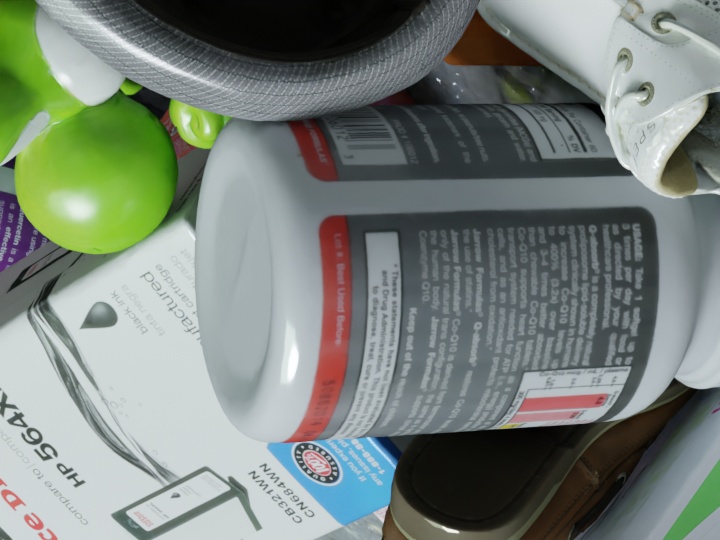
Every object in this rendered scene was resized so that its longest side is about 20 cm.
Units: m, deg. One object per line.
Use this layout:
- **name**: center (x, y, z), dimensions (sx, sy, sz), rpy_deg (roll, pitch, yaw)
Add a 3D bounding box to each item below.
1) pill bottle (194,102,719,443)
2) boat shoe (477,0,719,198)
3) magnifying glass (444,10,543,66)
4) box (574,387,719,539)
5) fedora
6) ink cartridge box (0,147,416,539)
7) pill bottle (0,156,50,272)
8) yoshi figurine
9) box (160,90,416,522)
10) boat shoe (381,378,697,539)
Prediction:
- **pill bottle**: center (0.049, -0.001, 0.871), dimensions (0.116, 0.199, 0.117), rpy_deg (178, 90, -70)
- **boat shoe**: center (0.111, -0.058, 0.813), dimensions (0.199, 0.069, 0.071), rpy_deg (27, 153, 27)
- **magnifying glass**: center (0.098, -0.085, 0.889), dimensions (0.199, 0.022, 0.080), rpy_deg (9, 140, 51)
- **box**: center (0.134, 0.122, 0.966), dimensions (0.097, 0.200, 0.176), rpy_deg (41, 156, -2)
- **fedora**: center (-0.046, -0.143, 0.839), dimensions (0.200, 0.177, 0.090), rpy_deg (38, 171, -9)
- **ink cartridge box**: center (-0.074, 0.048, 1.000), dimensions (0.200, 0.084, 0.146), rpy_deg (-30, 109, 38)
- **pill bottle**: center (-0.190, -0.019, 1.193), dimensions (0.199, 0.113, 0.112), rpy_deg (16, 169, -32)
- **yoshi figurine**: center (-0.073, -0.081, 0.920), dimensions (0.112, 0.200, 0.113), rpy_deg (39, 153, 15)
- **box**: center (0.000, 0.000, 1.049), dimensions (0.102, 0.095, 0.200), rpy_deg (-28, 110, 39)
- **boat shoe**: center (0.073, 0.062, 0.948), dimensions (0.072, 0.200, 0.068), rpy_deg (33, 136, 26)
